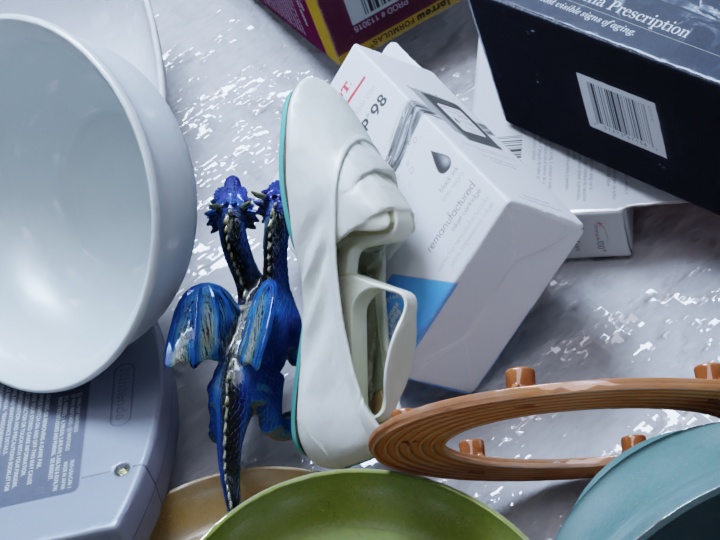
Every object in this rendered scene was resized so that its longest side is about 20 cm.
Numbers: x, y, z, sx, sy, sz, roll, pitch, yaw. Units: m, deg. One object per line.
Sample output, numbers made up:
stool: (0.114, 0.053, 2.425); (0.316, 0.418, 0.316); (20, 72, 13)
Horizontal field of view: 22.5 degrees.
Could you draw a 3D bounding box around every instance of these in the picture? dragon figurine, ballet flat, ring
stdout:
dragon figurine: (-0.063, 0.040, 0.933); (0.059, 0.100, 0.201); (-1, 49, 20)
ballet flat: (0.000, 0.000, 0.919); (0.069, 0.069, 0.201); (-2, 86, 14)
ring: (0.103, 0.070, 0.832); (0.199, 0.200, 0.019); (-7, 73, 10)

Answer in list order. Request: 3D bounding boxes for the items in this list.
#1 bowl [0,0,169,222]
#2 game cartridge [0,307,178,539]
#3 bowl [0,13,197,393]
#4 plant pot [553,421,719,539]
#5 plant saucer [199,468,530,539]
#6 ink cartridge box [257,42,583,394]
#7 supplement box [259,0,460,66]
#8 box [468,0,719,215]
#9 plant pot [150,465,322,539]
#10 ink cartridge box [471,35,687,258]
bowl: (-0.212, -0.085, 1.135); (0.199, 0.075, 0.200); (-14, 47, 2)
game cartridge: (-0.165, 0.088, 0.975); (0.132, 0.042, 0.200); (-9, 37, 4)
bowl: (-0.155, -0.041, 0.980); (0.200, 0.202, 0.090); (23, 23, 31)
plant pot: (0.157, 0.147, 0.767); (0.199, 0.201, 0.134); (-21, 20, -3)
plant saucer: (0.005, 0.184, 0.820); (0.199, 0.031, 0.201); (5, 54, -7)
ink cartridge box: (0.018, -0.041, 0.999); (0.116, 0.067, 0.200); (-58, 47, 19)
supplement box: (-0.015, -0.233, 1.167); (0.131, 0.104, 0.200); (-31, 36, -11)
box: (0.195, -0.142, 0.979); (0.182, 0.104, 0.200); (-43, 47, -21)
plant pot: (-0.057, 0.186, 0.885); (0.199, 0.028, 0.201); (-8, 49, 9)
ink cartridge box: (0.154, -0.097, 1.062); (0.175, 0.045, 0.201); (-4, 49, 14)
